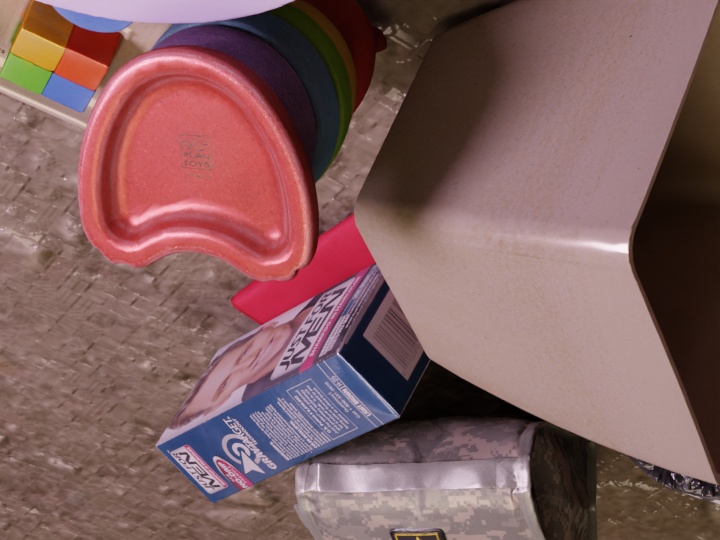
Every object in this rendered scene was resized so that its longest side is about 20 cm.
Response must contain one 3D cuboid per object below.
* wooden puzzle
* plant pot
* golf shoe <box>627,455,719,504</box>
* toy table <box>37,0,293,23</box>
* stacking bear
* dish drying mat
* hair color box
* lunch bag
[{"bbox_3d":[-0.193,-0.161,1.012,0.184,0.047,0.200,24,142,-13],"label":"wooden puzzle"},{"bbox_3d":[0.114,-0.032,0.972,0.176,0.201,0.200,5,144,30],"label":"plant pot"},{"bbox_3d":[0.242,0.121,1.214,0.199,0.078,0.094,35,-174,10],"label":"golf shoe"},{"bbox_3d":[-0.101,-0.203,0.851,0.198,0.118,0.184,16,137,-11],"label":"toy table"},{"bbox_3d":[-0.049,-0.090,0.937,0.120,0.200,0.115,6,116,17],"label":"stacking bear"},{"bbox_3d":[0.000,0.000,1.186,0.077,0.018,0.200,34,140,-22],"label":"dish drying mat"},{"bbox_3d":[-0.038,0.072,1.187,0.061,0.100,0.199,46,136,-15],"label":"hair color box"},{"bbox_3d":[0.062,0.154,1.231,0.163,0.119,0.200,-3,169,21],"label":"lunch bag"}]
